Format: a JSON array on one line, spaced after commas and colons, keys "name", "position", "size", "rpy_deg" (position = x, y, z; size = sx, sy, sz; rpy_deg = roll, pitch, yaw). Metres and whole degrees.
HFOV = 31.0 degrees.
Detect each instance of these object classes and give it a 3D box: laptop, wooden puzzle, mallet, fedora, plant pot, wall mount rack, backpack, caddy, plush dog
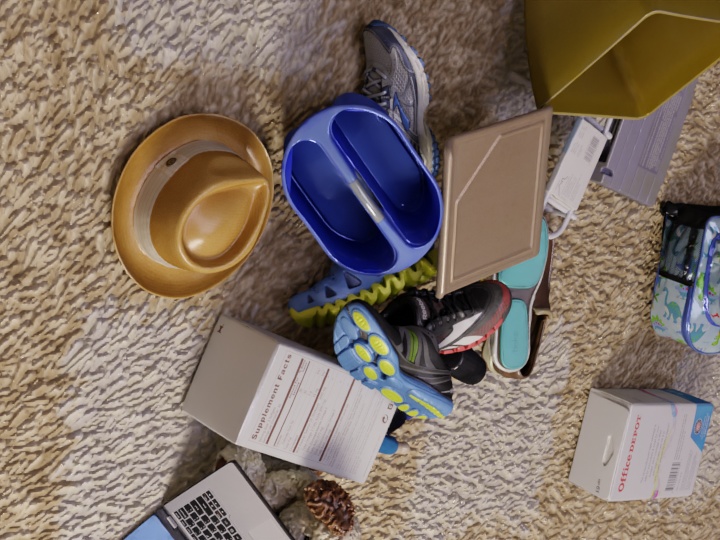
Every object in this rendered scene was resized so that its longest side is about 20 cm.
[{"name": "laptop", "position": [-0.165, 0.340, 1.374], "size": [0.188, 0.199, 0.116], "rpy_deg": [53, 34, -4]}, {"name": "wooden puzzle", "position": [0.147, -0.082, 1.474], "size": [0.199, 0.037, 0.187], "rpy_deg": [-24, 126, -42]}, {"name": "mallet", "position": [0.144, 0.043, 1.599], "size": [0.066, 0.041, 0.202], "rpy_deg": [43, 55, -46]}, {"name": "fedora", "position": [-0.154, -0.059, 1.320], "size": [0.199, 0.081, 0.203], "rpy_deg": [-14, 113, -36]}, {"name": "plant pot", "position": [0.305, -0.310, 1.528], "size": [0.198, 0.200, 0.178], "rpy_deg": [-3, 65, -39]}, {"name": "wall mount rack", "position": [0.232, -0.150, 1.619], "size": [0.173, 0.074, 0.202], "rpy_deg": [26, 87, -45]}, {"name": "backpack", "position": [0.508, 0.017, 1.847], "size": [0.181, 0.146, 0.203], "rpy_deg": [1, 107, -37]}, {"name": "caddy", "position": [0.000, -0.090, 1.381], "size": [0.141, 0.105, 0.201], "rpy_deg": [-35, 113, 7]}, {"name": "plush dog", "position": [-0.062, 0.286, 1.439], "size": [0.159, 0.171, 0.203], "rpy_deg": [-18, 123, -35]}]

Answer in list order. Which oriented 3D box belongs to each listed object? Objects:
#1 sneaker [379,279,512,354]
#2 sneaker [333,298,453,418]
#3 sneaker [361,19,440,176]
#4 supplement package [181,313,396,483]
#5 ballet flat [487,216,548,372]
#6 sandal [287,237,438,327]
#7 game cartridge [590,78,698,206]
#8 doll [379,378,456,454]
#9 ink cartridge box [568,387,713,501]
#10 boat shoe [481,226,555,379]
[{"name": "sneaker", "position": [0.090, 0.056, 1.505], "size": [0.198, 0.071, 0.098], "rpy_deg": [-23, 150, -11]}, {"name": "sneaker", "position": [0.037, 0.088, 1.410], "size": [0.199, 0.070, 0.084], "rpy_deg": [42, 45, -39]}, {"name": "sneaker", "position": [0.030, -0.176, 1.442], "size": [0.085, 0.077, 0.202], "rpy_deg": [-29, 120, -23]}, {"name": "supplement package", "position": [-0.073, 0.142, 1.430], "size": [0.199, 0.116, 0.119], "rpy_deg": [25, 88, -41]}, {"name": "ballet flat", "position": [0.187, 0.023, 1.611], "size": [0.069, 0.069, 0.203], "rpy_deg": [2, 98, -39]}, {"name": "sandal", "position": [0.000, 0.000, 1.484], "size": [0.198, 0.079, 0.088], "rpy_deg": [-25, 83, -23]}, {"name": "game cartridge", "position": [0.384, -0.198, 1.750], "size": [0.129, 0.038, 0.202], "rpy_deg": [17, 93, -45]}, {"name": "doll", "position": [0.035, 0.163, 1.571], "size": [0.199, 0.048, 0.138], "rpy_deg": [-34, 120, -26]}, {"name": "ink cartridge box", "position": [0.406, 0.249, 1.879], "size": [0.198, 0.084, 0.147], "rpy_deg": [5, 101, -41]}, {"name": "boat shoe", "position": [0.221, 0.042, 1.666], "size": [0.074, 0.074, 0.205], "rpy_deg": [7, 100, -40]}]
